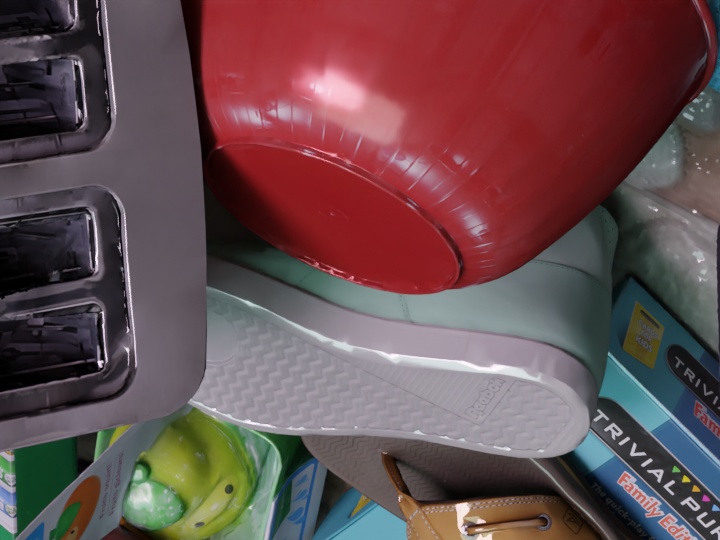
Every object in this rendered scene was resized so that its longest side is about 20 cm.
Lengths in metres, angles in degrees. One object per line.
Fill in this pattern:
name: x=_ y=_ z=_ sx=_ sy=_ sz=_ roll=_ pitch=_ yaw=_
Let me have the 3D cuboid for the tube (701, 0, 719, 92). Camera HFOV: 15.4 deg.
tube: x=0.162 y=-0.074 z=0.930 sx=0.199 sy=0.050 sz=0.078 roll=28 pitch=133 yaw=0

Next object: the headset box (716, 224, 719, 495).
headset box: x=0.187 y=-0.024 z=0.831 sx=0.092 sy=0.174 sz=0.201 roll=21 pitch=121 yaw=-5

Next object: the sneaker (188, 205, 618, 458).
sneaker: x=0.000 y=0.000 z=1.013 sx=0.199 sy=0.119 sz=0.074 roll=12 pitch=137 yaw=9

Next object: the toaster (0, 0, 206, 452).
toaster: x=-0.148 y=-0.030 z=0.878 sx=0.118 sy=0.199 sz=0.182 roll=12 pitch=108 yaw=56

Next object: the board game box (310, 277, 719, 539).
board game box: x=0.093 y=0.113 z=1.096 sx=0.151 sy=0.047 sz=0.200 roll=44 pitch=131 yaw=-8

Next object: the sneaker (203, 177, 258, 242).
sneaker: x=-0.056 y=0.005 z=1.057 sx=0.199 sy=0.081 sz=0.076 roll=34 pitch=153 yaw=-4

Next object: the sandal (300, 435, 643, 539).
sandal: x=0.058 y=0.113 z=1.045 sx=0.200 sy=0.055 sz=0.082 roll=43 pitch=132 yaw=-8

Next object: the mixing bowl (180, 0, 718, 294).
mixing bowl: x=0.010 y=-0.063 z=0.911 sx=0.199 sy=0.109 sz=0.200 roll=22 pitch=159 yaw=9

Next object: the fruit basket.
fruit basket: x=-0.090 y=0.125 z=1.099 sx=0.093 sy=0.200 sz=0.186 roll=22 pitch=130 yaw=13

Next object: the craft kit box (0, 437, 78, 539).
craft kit box: x=-0.207 y=0.031 z=1.164 sx=0.197 sy=0.048 sz=0.201 roll=30 pitch=134 yaw=31
